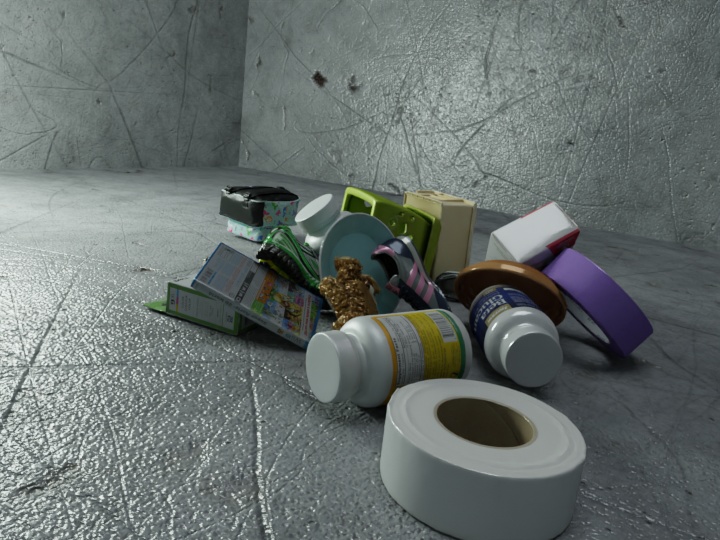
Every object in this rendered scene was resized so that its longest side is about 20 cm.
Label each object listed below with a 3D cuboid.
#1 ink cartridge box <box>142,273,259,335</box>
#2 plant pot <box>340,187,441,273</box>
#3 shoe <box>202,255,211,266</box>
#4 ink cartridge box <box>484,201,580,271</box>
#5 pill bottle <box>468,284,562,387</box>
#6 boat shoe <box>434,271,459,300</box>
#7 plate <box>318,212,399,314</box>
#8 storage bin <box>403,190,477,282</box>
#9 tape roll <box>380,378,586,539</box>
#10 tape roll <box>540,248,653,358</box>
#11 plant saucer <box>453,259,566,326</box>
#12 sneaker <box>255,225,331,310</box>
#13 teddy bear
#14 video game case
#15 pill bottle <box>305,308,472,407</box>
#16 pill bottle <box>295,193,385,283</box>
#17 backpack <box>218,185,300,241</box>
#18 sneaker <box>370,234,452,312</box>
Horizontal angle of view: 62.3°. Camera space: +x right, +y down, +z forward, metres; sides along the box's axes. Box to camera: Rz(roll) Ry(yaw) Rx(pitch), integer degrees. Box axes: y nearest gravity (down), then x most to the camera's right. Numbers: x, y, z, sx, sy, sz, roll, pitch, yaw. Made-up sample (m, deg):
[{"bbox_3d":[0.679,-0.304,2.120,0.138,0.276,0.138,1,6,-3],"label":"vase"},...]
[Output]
[{"bbox_3d":[-0.254,0.045,0.998,0.198,0.060,0.104,13,15,23],"label":"ink cartridge box"},{"bbox_3d":[0.058,-0.059,1.305,0.180,0.202,0.199,9,12,-23],"label":"plant pot"},{"bbox_3d":[-0.277,0.000,1.180,0.069,0.054,0.200,4,14,-14],"label":"shoe"},{"bbox_3d":[0.314,-0.015,1.130,0.147,0.201,0.086,-28,58,-13],"label":"ink cartridge box"},{"bbox_3d":[0.237,0.099,0.912,0.110,0.112,0.200,6,13,-3],"label":"pill bottle"},{"bbox_3d":[0.254,0.040,1.258,0.198,0.077,0.060,-1,10,19],"label":"boat shoe"},{"bbox_3d":[0.000,0.000,1.045,0.199,0.203,0.025,-5,-1,-41],"label":"plate"},{"bbox_3d":[0.172,-0.078,1.413,0.093,0.202,0.198,-2,16,-23],"label":"storage bin"},{"bbox_3d":[0.120,0.183,0.605,0.200,0.072,0.203,6,14,-2],"label":"tape roll"},{"bbox_3d":[0.405,0.056,1.032,0.200,0.066,0.200,47,4,-4],"label":"tape roll"},{"bbox_3d":[0.264,0.041,1.053,0.198,0.038,0.201,20,-27,11],"label":"plant saucer"},{"bbox_3d":[-0.092,-0.001,1.049,0.077,0.200,0.086,-9,45,38],"label":"sneaker"},{"bbox_3d":[-0.009,0.060,0.941,0.145,0.066,0.202,37,31,-48],"label":"teddy bear"},{"bbox_3d":[-0.156,0.037,0.943,0.199,0.018,0.143,30,23,-9],"label":"video game case"},{"bbox_3d":[0.036,0.112,0.760,0.198,0.114,0.112,-3,16,-35],"label":"pill bottle"},{"bbox_3d":[-0.034,-0.038,1.111,0.112,0.201,0.113,-29,22,13],"label":"pill bottle"},{"bbox_3d":[-0.268,-0.165,1.648,0.176,0.152,0.199,19,25,33],"label":"backpack"},{"bbox_3d":[0.086,0.038,1.032,0.081,0.070,0.201,-20,71,-32],"label":"sneaker"}]
